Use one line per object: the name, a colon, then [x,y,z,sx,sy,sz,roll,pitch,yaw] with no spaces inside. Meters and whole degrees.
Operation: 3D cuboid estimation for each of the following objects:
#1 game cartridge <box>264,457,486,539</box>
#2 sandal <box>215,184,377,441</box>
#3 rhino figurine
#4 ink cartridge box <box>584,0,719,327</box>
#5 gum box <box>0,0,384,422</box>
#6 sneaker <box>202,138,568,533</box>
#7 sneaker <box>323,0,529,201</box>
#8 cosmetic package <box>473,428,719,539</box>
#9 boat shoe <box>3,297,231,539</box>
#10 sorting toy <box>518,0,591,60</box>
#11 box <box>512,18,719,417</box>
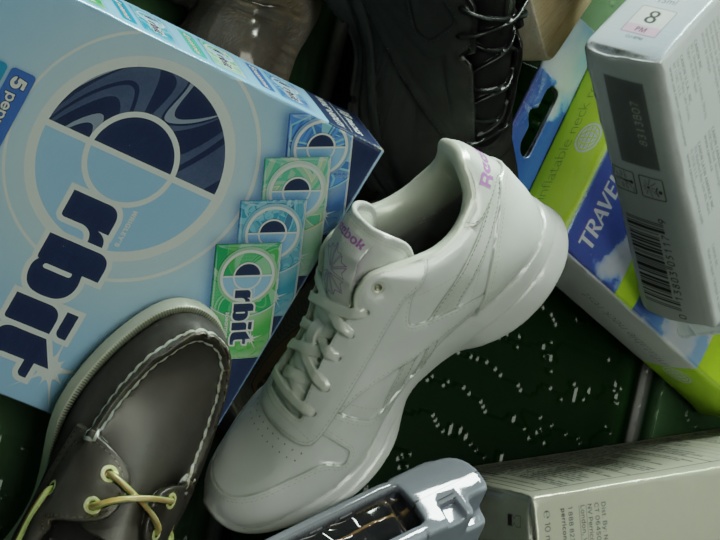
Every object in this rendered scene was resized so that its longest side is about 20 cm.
game cartridge: [-0.040,0.162,1.044,0.199,0.134,0.042,-23,64,-33]
sandal: [0.000,0.000,1.109,0.200,0.054,0.082,-49,112,-22]
rhino figurine: [-0.056,-0.122,1.076,0.087,0.060,0.201,29,72,-33]
ink cartridge box: [0.192,-0.095,1.129,0.200,0.057,0.163,-48,137,-31]
gum box: [-0.117,-0.026,1.004,0.199,0.045,0.171,25,105,-29]
sneaker: [-0.005,0.024,1.032,0.200,0.075,0.100,-46,133,-1]
sneaker: [0.038,-0.097,1.061,0.076,0.090,0.201,-37,114,-43]
cosmetic package: [0.139,0.133,1.164,0.199,0.103,0.088,-6,94,-29]
boat shoe: [-0.109,0.108,1.003,0.071,0.061,0.202,28,95,-30]
sorting toy: [0.117,-0.232,1.102,0.200,0.069,0.200,-56,139,-42]
box: [0.152,-0.026,1.187,0.200,0.047,0.123,39,70,-36]
